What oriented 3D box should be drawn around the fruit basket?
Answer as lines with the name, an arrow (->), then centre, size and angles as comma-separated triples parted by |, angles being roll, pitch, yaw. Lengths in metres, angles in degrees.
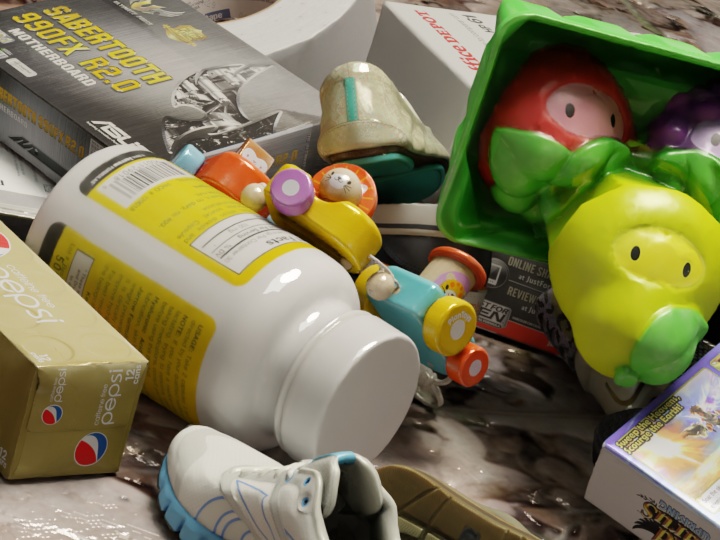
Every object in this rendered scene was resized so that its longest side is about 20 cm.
fruit basket -> 0.147, -0.041, 1.412 | 0.214, 0.156, 0.216 | 16, 24, -7

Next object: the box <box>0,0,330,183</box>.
box -> -0.130, -0.099, 1.562 | 0.158, 0.049, 0.200 | -19, 41, -38

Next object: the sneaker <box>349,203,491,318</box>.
sneaker -> 0.000, 0.000, 1.537 | 0.078, 0.080, 0.200 | 4, 1, -33

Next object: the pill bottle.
pill bottle -> -0.071, 0.024, 1.363 | 0.199, 0.112, 0.111 | 31, 25, 30

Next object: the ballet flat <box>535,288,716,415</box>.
ballet flat -> 0.179, 0.069, 1.514 | 0.199, 0.072, 0.072 | 24, 23, 18

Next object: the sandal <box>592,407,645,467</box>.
sandal -> 0.216, 0.129, 1.425 | 0.199, 0.043, 0.076 | 18, 40, -2

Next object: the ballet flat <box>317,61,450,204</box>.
ballet flat -> 0.013, -0.079, 1.494 | 0.067, 0.063, 0.200 | -9, -7, 4

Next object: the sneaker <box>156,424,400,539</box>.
sneaker -> -0.024, 0.112, 1.226 | 0.075, 0.087, 0.200 | -2, 28, -37

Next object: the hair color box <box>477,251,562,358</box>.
hair color box -> 0.126, -0.013, 1.667 | 0.101, 0.062, 0.200 | 20, 21, 5

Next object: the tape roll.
tape roll -> -0.089, -0.165, 1.751 | 0.199, 0.066, 0.201 | -5, 38, 4

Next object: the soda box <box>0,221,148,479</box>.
soda box -> -0.190, 0.026, 1.334 | 0.067, 0.064, 0.200 | -1, 28, -39

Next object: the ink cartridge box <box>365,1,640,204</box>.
ink cartridge box -> 0.114, -0.095, 1.659 | 0.199, 0.085, 0.145 | 3, 25, -27

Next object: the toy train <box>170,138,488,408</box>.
toy train -> -0.007, -0.013, 1.426 | 0.200, 0.056, 0.150 | 41, -15, -6

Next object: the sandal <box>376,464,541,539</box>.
sandal -> 0.065, 0.154, 1.226 | 0.054, 0.081, 0.200 | 27, 6, -42

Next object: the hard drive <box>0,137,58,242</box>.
hard drive -> -0.184, -0.042, 1.538 | 0.199, 0.038, 0.140 | 11, 23, -19

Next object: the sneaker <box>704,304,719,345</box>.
sneaker -> 0.168, -0.021, 1.557 | 0.111, 0.201, 0.073 | -5, -13, -24

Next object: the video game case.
video game case -> 0.246, 0.108, 1.387 | 0.181, 0.046, 0.200 | 36, 46, 21
